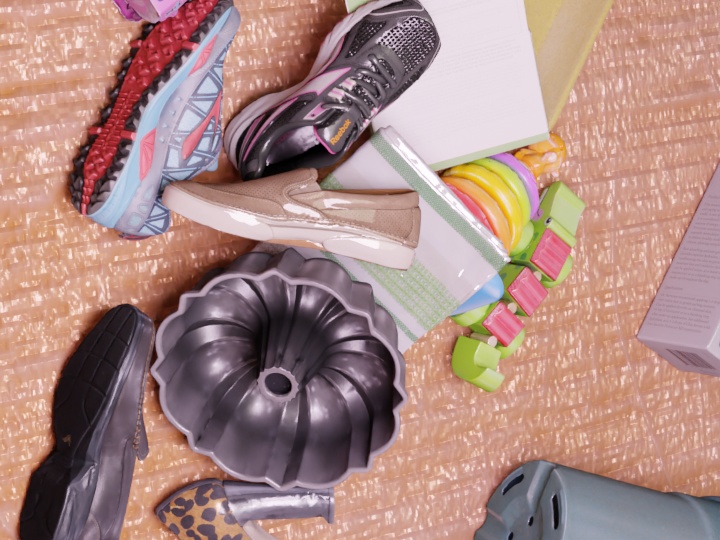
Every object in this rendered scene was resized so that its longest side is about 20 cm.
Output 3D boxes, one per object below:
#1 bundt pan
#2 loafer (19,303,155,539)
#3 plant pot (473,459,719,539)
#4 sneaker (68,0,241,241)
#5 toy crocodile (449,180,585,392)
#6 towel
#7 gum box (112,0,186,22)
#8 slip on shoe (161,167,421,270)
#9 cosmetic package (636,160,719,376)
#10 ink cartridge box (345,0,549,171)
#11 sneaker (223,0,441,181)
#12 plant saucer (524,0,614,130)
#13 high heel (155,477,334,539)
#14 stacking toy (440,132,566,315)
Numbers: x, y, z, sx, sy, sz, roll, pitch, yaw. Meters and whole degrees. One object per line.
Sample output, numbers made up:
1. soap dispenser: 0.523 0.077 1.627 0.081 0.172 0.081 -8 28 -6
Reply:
1. bundt pan: -0.056 0.067 1.423 0.203 0.201 0.076 56 26 -22
2. loafer: -0.193 0.125 1.401 0.072 0.073 0.201 19 94 -40
3. plant pot: 0.212 0.263 1.598 0.195 0.200 0.202 23 82 -23
4. sneaker: -0.144 -0.116 1.415 0.095 0.079 0.201 35 82 -42
5. toy crocodile: 0.138 0.013 1.597 0.067 0.062 0.201 43 72 -27
6. towel: 0.000 0.000 1.462 0.200 0.031 0.149 -42 101 16
7. gum box: -0.171 -0.293 1.375 0.113 0.066 0.201 -44 114 -22
8. slip on shoe: -0.049 -0.050 1.388 0.198 0.076 0.061 13 95 -10
9. cosmetic package: 0.348 -0.004 1.704 0.071 0.101 0.201 34 77 -30
10. ink cartridge box: 0.065 -0.181 1.485 0.144 0.048 0.201 -15 118 -2
11. sneaker: -0.015 -0.124 1.427 0.200 0.087 0.080 -42 118 13
12. plant saucer: 0.120 -0.248 1.573 0.199 0.048 0.201 34 76 -29
13. high heel: -0.097 0.259 1.487 0.141 0.071 0.202 1 107 -9
14. stacking toy: 0.110 -0.061 1.562 0.200 0.109 0.117 -41 104 -35
